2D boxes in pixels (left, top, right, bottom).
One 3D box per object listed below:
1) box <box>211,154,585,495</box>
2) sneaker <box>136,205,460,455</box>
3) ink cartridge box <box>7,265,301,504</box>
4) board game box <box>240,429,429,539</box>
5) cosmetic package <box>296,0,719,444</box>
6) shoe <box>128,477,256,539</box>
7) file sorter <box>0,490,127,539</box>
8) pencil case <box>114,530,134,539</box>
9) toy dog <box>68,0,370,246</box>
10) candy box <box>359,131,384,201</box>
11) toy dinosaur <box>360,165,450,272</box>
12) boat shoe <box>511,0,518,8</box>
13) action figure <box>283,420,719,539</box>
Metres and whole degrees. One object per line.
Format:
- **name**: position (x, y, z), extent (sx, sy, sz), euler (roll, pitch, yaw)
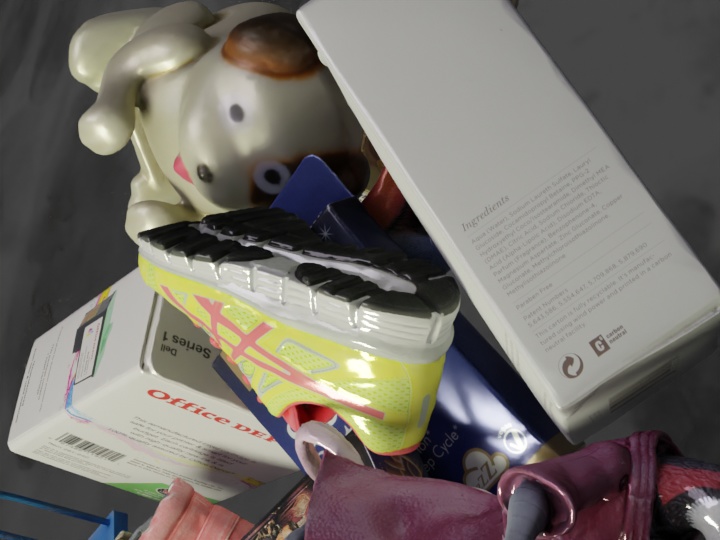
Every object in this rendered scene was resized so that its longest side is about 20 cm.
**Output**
- **box**: position (0.003, 0.053, 0.736), extent (0.200, 0.032, 0.121), euler (48, 122, 15)
- **sneaker**: position (-0.039, 0.028, 0.686), extent (0.199, 0.078, 0.091), euler (22, 120, 46)
- **ink cartridge box**: position (-0.111, 0.075, 0.929), extent (0.199, 0.144, 0.085), euler (-29, 45, 50)
- **board game box**: position (0.010, 0.192, 0.685), extent (0.136, 0.034, 0.201), euler (-47, 55, 34)
- **cosmetic package**: position (0.063, -0.036, 0.623), extent (0.081, 0.113, 0.201), euler (-32, 74, 2)
- **shoe**: position (-0.127, 0.223, 0.891), extent (0.201, 0.091, 0.072), euler (-56, 1, 13)
- **file sorter**: position (-0.270, 0.277, 1.104), extent (0.200, 0.122, 0.140), euler (-49, 34, 34)
- **pencil case**: position (-0.172, 0.278, 0.973), extent (0.089, 0.077, 0.202), euler (31, 101, 39)
- **toy dog**: position (-0.062, -0.083, 0.841), extent (0.200, 0.192, 0.141), euler (-144, 40, -69)
- **candy box**: position (-0.026, -0.073, 0.971), extent (0.199, 0.055, 0.117), euler (-21, 53, 55)
- **toy dinosaur**: position (0.000, 0.000, 0.793), extent (0.180, 0.201, 0.105), euler (-29, 21, 6)
- **boat shoe**: position (0.051, -0.207, 0.906), extent (0.076, 0.071, 0.202), euler (-40, 40, 43)
- **action figure**: position (0.077, 0.111, 0.582), extent (0.199, 0.134, 0.150), euler (-29, 36, 21)
